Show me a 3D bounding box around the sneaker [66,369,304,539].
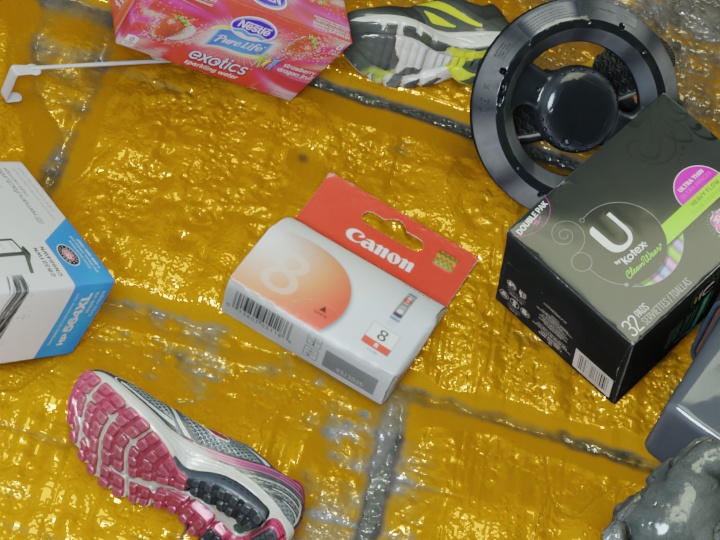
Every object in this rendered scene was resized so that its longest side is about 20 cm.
[{"bbox_3d":[-0.133,0.143,1.337,0.199,0.081,0.075,37,34,4],"label":"sneaker"}]

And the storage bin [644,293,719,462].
[{"bbox_3d":[0.340,0.127,1.470,0.199,0.146,0.134,36,59,14],"label":"storage bin"}]

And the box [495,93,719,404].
[{"bbox_3d":[0.237,-0.019,1.526,0.200,0.125,0.148,-41,70,-19],"label":"box"}]

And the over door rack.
[{"bbox_3d":[-0.259,-0.241,1.627,0.199,0.067,0.148,-17,57,-30],"label":"over door rack"}]

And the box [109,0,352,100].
[{"bbox_3d":[-0.117,-0.238,1.598,0.199,0.100,0.096,15,51,-38],"label":"box"}]

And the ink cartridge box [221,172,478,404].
[{"bbox_3d":[0.000,0.000,1.517,0.161,0.050,0.200,30,51,8],"label":"ink cartridge box"}]

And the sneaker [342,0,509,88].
[{"bbox_3d":[0.064,-0.225,1.726,0.199,0.075,0.085,6,42,-25],"label":"sneaker"}]

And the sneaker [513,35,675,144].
[{"bbox_3d":[0.206,-0.154,1.710,0.199,0.090,0.070,-20,64,0],"label":"sneaker"}]

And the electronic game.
[{"bbox_3d":[0.196,-0.147,1.633,0.198,0.202,0.042,6,10,-13],"label":"electronic game"}]

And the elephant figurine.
[{"bbox_3d":[0.289,0.235,1.367,0.155,0.142,0.200,-38,84,-8],"label":"elephant figurine"}]

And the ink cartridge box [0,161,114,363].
[{"bbox_3d":[-0.309,-0.005,1.348,0.146,0.084,0.199,49,28,22],"label":"ink cartridge box"}]
